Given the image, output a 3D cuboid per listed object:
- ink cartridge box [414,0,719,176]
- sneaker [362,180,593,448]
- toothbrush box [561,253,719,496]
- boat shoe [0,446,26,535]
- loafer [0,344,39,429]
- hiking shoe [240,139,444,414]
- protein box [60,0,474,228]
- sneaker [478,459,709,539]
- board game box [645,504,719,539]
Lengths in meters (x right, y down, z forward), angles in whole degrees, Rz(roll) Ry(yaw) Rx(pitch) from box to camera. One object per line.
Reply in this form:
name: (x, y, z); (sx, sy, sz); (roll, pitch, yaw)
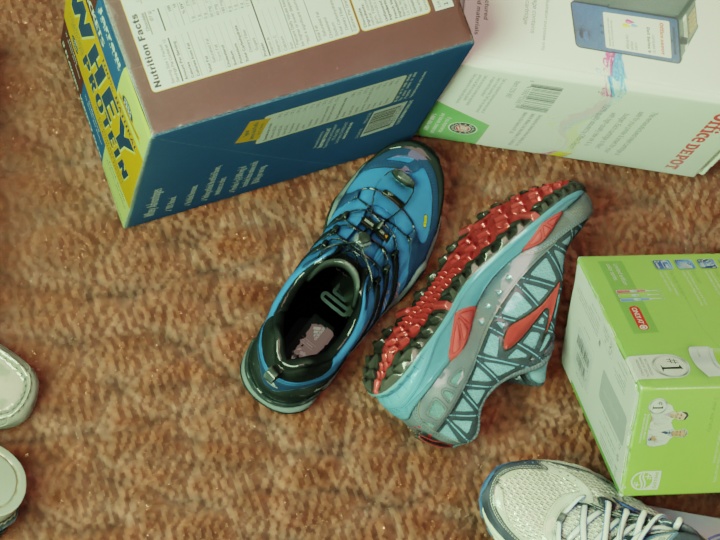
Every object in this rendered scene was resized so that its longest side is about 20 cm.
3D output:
ink cartridge box: (0.145, -0.131, 1.398); (0.199, 0.145, 0.088); (10, 73, -7)
sneaker: (0.088, 0.029, 1.398); (0.200, 0.079, 0.096); (-48, 111, -18)
toothbrush box: (0.241, 0.061, 1.362); (0.199, 0.086, 0.146); (-3, 33, -11)
boat shoe: (-0.297, 0.109, 1.295); (0.199, 0.062, 0.075); (19, 47, -15)
loafer: (-0.289, 0.044, 1.314); (0.199, 0.070, 0.070); (19, 74, -5)
hiking shoe: (0.000, 0.000, 1.369); (0.074, 0.087, 0.200); (30, 73, -2)
protein box: (-0.064, -0.139, 1.334); (0.199, 0.199, 0.135); (-17, 80, -14)
sneaker: (0.167, 0.167, 1.317); (0.200, 0.085, 0.077); (27, 73, 0)
board game box: (0.227, 0.257, 1.369); (0.198, 0.043, 0.201); (11, 75, -7)
